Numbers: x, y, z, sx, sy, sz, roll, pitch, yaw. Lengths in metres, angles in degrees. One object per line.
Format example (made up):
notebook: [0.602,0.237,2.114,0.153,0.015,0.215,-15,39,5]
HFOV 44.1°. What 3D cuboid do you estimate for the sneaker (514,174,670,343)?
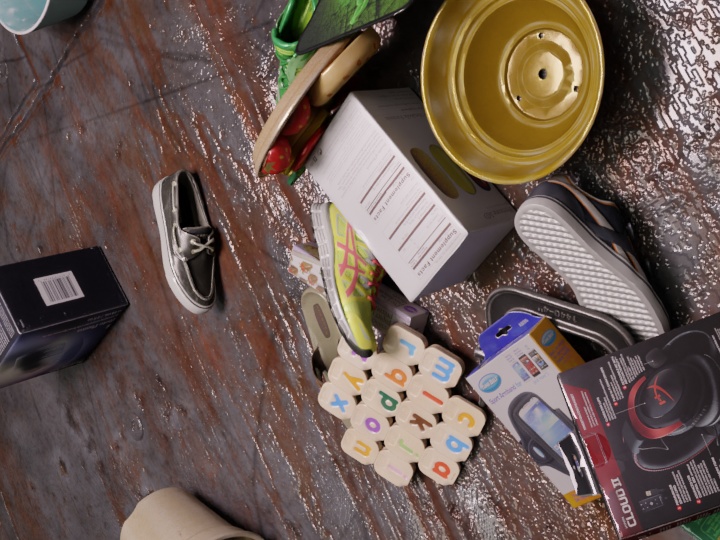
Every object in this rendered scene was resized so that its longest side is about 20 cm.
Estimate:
sneaker: [0.235,-0.009,0.853,0.201,0.080,0.078,49,139,-10]

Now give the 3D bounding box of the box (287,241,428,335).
box: [-0.006,0.024,1.086,0.199,0.041,0.039,32,119,32]

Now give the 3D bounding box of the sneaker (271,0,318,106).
sneaker: [-0.077,-0.255,1.054,0.074,0.083,0.203,28,118,32]

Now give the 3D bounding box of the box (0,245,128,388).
box: [-0.514,0.080,1.433,0.198,0.199,0.124,-43,73,39]

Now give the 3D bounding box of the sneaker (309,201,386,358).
sneaker: [0.000,0.000,1.022,0.089,0.078,0.203,-13,67,1]

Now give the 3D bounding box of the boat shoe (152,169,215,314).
boat shoe: [-0.241,-0.041,1.253,0.063,0.070,0.203,-21,85,42]

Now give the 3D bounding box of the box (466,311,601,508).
box: [0.194,0.137,0.897,0.200,0.041,0.119,48,141,4]

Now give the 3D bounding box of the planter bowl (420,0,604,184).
planter bowl: [0.160,-0.190,0.864,0.198,0.083,0.204,11,108,38]

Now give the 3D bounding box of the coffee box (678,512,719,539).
coffee box: [0.372,0.223,0.766,0.199,0.044,0.124,36,86,28]

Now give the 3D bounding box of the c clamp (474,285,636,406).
c clamp: [0.197,0.093,0.915,0.198,0.027,0.173,14,128,40]

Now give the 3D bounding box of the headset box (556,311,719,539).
headset box: [0.271,0.137,0.768,0.197,0.075,0.151,-23,65,10]

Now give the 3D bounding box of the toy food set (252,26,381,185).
toy food set: [-0.047,-0.178,0.969,0.048,0.198,0.201,36,95,-1]

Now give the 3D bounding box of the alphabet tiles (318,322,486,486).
alphabet tiles: [0.047,0.161,1.052,0.194,0.015,0.202,30,120,14]

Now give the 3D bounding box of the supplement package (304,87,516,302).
supplement package: [0.054,-0.086,0.960,0.201,0.113,0.110,52,128,17]

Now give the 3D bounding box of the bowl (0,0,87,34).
bowl: [-0.472,-0.457,1.334,0.199,0.104,0.205,11,107,39]

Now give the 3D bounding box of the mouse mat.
mouse mat: [0.016,-0.311,0.918,0.159,0.202,0.008,-11,137,41]

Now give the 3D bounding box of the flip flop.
flip flop: [-0.033,0.117,1.118,0.081,0.057,0.203,-24,85,41]

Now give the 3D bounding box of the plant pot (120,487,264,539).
plant pot: [-0.257,0.424,1.313,0.183,0.198,0.204,30,119,45]
